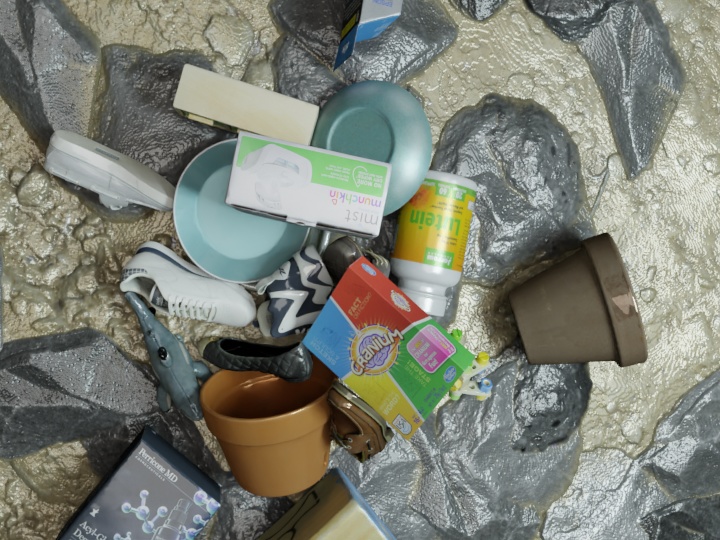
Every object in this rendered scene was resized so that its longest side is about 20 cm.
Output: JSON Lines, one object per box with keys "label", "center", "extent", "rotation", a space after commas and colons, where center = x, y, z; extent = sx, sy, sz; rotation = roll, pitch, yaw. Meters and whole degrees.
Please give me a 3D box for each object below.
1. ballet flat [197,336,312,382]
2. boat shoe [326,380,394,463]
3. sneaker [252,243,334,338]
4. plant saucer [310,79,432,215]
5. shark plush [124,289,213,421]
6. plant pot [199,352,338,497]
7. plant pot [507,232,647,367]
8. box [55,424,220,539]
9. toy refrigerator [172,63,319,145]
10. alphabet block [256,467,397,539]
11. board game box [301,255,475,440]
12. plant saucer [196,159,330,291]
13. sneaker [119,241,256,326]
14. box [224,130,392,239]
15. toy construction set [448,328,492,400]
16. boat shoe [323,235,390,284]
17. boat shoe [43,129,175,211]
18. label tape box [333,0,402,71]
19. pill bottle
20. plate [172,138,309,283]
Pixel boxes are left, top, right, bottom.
{"label": "ballet flat", "center": [-0.150, 0.113, 1.265], "extent": [0.196, 0.066, 0.058], "rotation": [7, 114, 29]}
{"label": "boat shoe", "center": [-0.006, 0.213, 1.200], "extent": [0.072, 0.201, 0.068], "rotation": [37, 79, 32]}
{"label": "sneaker", "center": [-0.087, 0.070, 1.284], "extent": [0.127, 0.080, 0.201], "rotation": [-25, 134, -4]}
{"label": "plant saucer", "center": [0.006, -0.179, 1.287], "extent": [0.196, 0.039, 0.206], "rotation": [-1, 86, 19]}
{"label": "shark plush", "center": [-0.269, 0.116, 1.270], "extent": [0.089, 0.083, 0.204], "rotation": [-17, 94, -6]}
{"label": "plant pot", "center": [-0.120, 0.221, 1.258], "extent": [0.195, 0.200, 0.143], "rotation": [-10, 110, -10]}
{"label": "plant pot", "center": [0.318, 0.064, 1.338], "extent": [0.171, 0.200, 0.205], "rotation": [-17, 95, 8]}
{"label": "box", "center": [-0.314, 0.351, 1.260], "extent": [0.148, 0.107, 0.201], "rotation": [40, 84, -9]}
{"label": "toy refrigerator", "center": [-0.162, -0.225, 1.273], "extent": [0.196, 0.076, 0.072], "rotation": [18, 89, -5]}
{"label": "alphabet block", "center": [-0.037, 0.439, 1.272], "extent": [0.199, 0.195, 0.197], "rotation": [-40, 96, -6]}
{"label": "board game box", "center": [0.033, 0.105, 1.181], "extent": [0.199, 0.040, 0.154], "rotation": [41, 125, 10]}
{"label": "plant saucer", "center": [-0.142, -0.073, 1.306], "extent": [0.195, 0.050, 0.206], "rotation": [0, 93, -11]}
{"label": "sneaker", "center": [-0.244, 0.039, 1.263], "extent": [0.196, 0.081, 0.077], "rotation": [23, 126, -3]}
{"label": "box", "center": [-0.067, -0.104, 1.166], "extent": [0.195, 0.176, 0.099], "rotation": [12, 90, -1]}
{"label": "toy construction set", "center": [0.095, 0.142, 1.309], "extent": [0.197, 0.132, 0.093], "rotation": [1, 132, -40]}
{"label": "boat shoe", "center": [0.000, 0.000, 1.276], "extent": [0.073, 0.201, 0.074], "rotation": [-43, 67, -13]}
{"label": "boat shoe", "center": [-0.352, -0.125, 1.260], "extent": [0.197, 0.072, 0.069], "rotation": [24, 109, -17]}
{"label": "label tape box", "center": [0.018, -0.391, 1.277], "extent": [0.062, 0.144, 0.205], "rotation": [9, 91, -12]}
{"label": "pill bottle", "center": [0.103, -0.040, 1.320], "extent": [0.108, 0.111, 0.205], "rotation": [11, 90, -10]}
{"label": "plate", "center": [-0.167, -0.084, 1.263], "extent": [0.195, 0.026, 0.206], "rotation": [0, 91, -11]}
